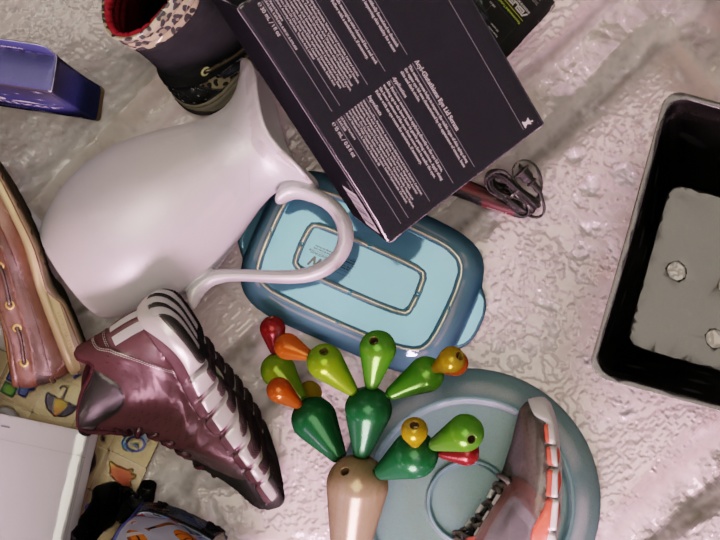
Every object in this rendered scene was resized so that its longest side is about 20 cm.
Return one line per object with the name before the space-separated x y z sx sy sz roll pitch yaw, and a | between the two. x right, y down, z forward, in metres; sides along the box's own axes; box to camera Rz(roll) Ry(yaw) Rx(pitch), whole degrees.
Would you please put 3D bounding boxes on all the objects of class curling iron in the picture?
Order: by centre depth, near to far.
curling iron | 0.049 -0.085 1.339 0.200 0.026 0.050 19 124 7

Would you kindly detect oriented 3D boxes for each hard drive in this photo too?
hard drive | -0.279 0.207 1.309 0.132 0.026 0.200 9 82 20

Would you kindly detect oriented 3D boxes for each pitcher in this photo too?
pitcher | -0.119 -0.033 1.291 0.200 0.121 0.172 -34 75 4

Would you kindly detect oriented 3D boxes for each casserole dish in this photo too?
casserole dish | 0.000 0.000 1.333 0.200 0.039 0.121 24 87 5

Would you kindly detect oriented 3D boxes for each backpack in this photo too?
backpack | -0.152 0.262 1.244 0.154 0.191 0.200 15 88 7

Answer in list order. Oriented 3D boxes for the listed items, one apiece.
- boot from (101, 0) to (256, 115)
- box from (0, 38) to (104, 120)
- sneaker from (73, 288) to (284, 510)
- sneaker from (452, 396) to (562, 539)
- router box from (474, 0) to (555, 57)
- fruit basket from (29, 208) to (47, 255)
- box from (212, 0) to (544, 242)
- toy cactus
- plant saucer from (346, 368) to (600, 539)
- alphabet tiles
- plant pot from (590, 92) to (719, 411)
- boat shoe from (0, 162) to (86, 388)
boot | -0.096 -0.221 1.289 0.073 0.154 0.204 36 90 23
box | -0.265 -0.142 1.272 0.121 0.200 0.032 9 87 3
sneaker | -0.142 0.112 1.292 0.115 0.076 0.200 -25 116 8
sneaker | 0.103 0.189 1.273 0.082 0.077 0.200 5 86 9
router box | 0.023 -0.208 1.263 0.150 0.062 0.200 -47 117 -5
fruit basket | -0.361 -0.031 1.323 0.185 0.094 0.200 -43 95 -9
box | 0.013 -0.144 1.199 0.141 0.079 0.200 -36 116 -6
toy cactus | 0.004 0.120 1.286 0.200 0.102 0.165 14 105 25
plant saucer | 0.081 0.174 1.323 0.200 0.027 0.200 0 86 3
alphabet tiles | -0.252 0.147 1.350 0.166 0.006 0.200 25 87 4
plant pot | 0.278 0.006 1.250 0.200 0.177 0.200 16 87 4
boat shoe | -0.265 -0.004 1.302 0.068 0.072 0.200 -23 103 -6
